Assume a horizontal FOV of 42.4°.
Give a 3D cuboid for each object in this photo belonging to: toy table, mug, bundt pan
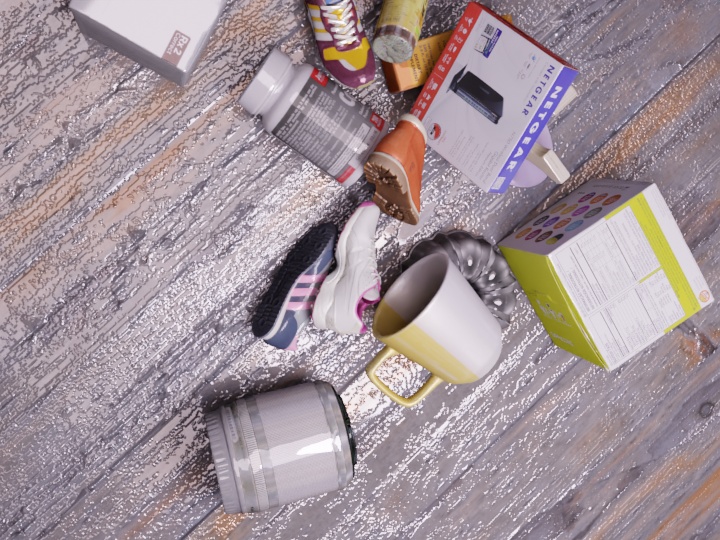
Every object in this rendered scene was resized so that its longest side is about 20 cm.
[{"bbox_3d":[0.230,-0.210,1.393,0.199,0.117,0.184,38,87,-14],"label":"toy table"},{"bbox_3d":[0.107,0.090,1.319,0.153,0.150,0.186,41,121,-20],"label":"mug"},{"bbox_3d":[0.153,0.040,1.419,0.200,0.076,0.204,-1,96,-13],"label":"bundt pan"}]

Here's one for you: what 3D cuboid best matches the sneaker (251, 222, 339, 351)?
[{"bbox_3d":[-0.081,0.027,1.381,0.082,0.070,0.201,38,83,-39],"label":"sneaker"}]

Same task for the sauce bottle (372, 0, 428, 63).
[{"bbox_3d":[0.068,-0.394,1.335,0.064,0.065,0.202,22,66,-14],"label":"sauce bottle"}]

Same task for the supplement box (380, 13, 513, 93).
[{"bbox_3d":[0.133,-0.324,1.386,0.198,0.069,0.067,-20,101,-12],"label":"supplement box"}]

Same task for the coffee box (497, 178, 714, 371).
[{"bbox_3d":[0.361,0.000,1.398,0.197,0.200,0.201,-33,102,-7],"label":"coffee box"}]

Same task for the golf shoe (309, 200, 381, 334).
[{"bbox_3d":[0.000,0.000,1.350,0.091,0.075,0.202,18,84,20],"label":"golf shoe"}]

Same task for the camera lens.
[{"bbox_3d":[-0.113,0.253,1.335,0.198,0.160,0.162,-12,98,-11],"label":"camera lens"}]

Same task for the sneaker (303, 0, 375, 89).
[{"bbox_3d":[-0.035,-0.351,1.300,0.074,0.090,0.201,-23,74,-8],"label":"sneaker"}]

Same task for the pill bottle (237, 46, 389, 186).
[{"bbox_3d":[-0.068,-0.221,1.326,0.199,0.114,0.114,35,87,-14],"label":"pill bottle"}]

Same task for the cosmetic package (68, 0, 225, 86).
[{"bbox_3d":[-0.267,-0.360,1.224,0.164,0.200,0.166,27,89,-14],"label":"cosmetic package"}]

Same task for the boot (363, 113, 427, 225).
[{"bbox_3d":[0.066,-0.141,1.340,0.074,0.200,0.108,22,71,16],"label":"boot"}]

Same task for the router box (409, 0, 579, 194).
[{"bbox_3d":[0.177,-0.240,1.292,0.049,0.179,0.201,-2,128,-51],"label":"router box"}]
